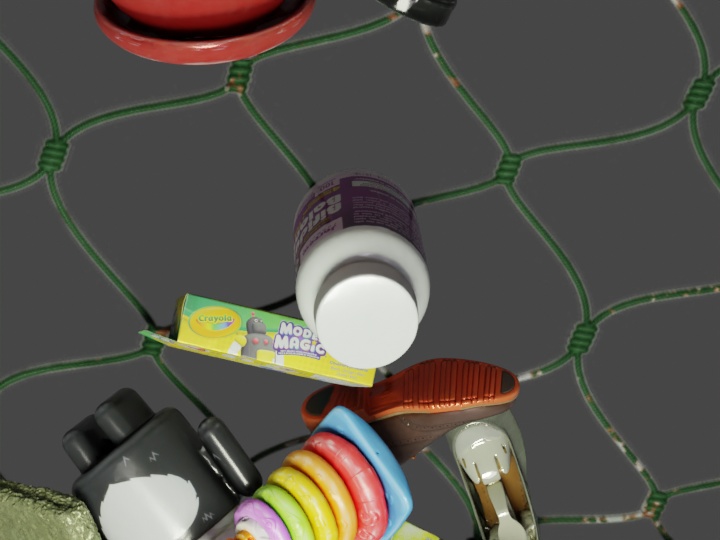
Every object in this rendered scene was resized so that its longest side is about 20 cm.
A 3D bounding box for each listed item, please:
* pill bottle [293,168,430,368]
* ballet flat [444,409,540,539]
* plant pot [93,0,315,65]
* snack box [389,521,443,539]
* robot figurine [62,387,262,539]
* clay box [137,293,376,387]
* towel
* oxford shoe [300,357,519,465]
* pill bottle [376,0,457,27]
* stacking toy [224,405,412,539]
[{"bbox_3d":[0.000,0.000,1.626,0.111,0.200,0.113,-1,114,-3],"label":"pill bottle"},{"bbox_3d":[0.125,0.191,1.793,0.067,0.064,0.201,-17,114,6],"label":"ballet flat"},{"bbox_3d":[-0.126,-0.272,1.507,0.199,0.201,0.184,-3,124,-2],"label":"plant pot"},{"bbox_3d":[-0.024,0.308,1.767,0.142,0.053,0.201,21,82,22],"label":"snack box"},{"bbox_3d":[-0.176,0.203,1.734,0.200,0.125,0.150,52,146,-1],"label":"robot figurine"},{"bbox_3d":[-0.089,0.058,1.693,0.199,0.115,0.048,14,84,-9],"label":"clay box"},{"bbox_3d":[-0.291,0.249,1.756,0.199,0.036,0.149,5,125,41],"label":"towel"},{"bbox_3d":[0.051,0.131,1.760,0.199,0.071,0.073,-9,121,16],"label":"oxford shoe"},{"bbox_3d":[0.075,-0.300,1.546,0.111,0.112,0.201,23,111,-13],"label":"pill bottle"},{"bbox_3d":[-0.064,0.217,1.669,0.116,0.199,0.110,52,147,12],"label":"stacking toy"}]
